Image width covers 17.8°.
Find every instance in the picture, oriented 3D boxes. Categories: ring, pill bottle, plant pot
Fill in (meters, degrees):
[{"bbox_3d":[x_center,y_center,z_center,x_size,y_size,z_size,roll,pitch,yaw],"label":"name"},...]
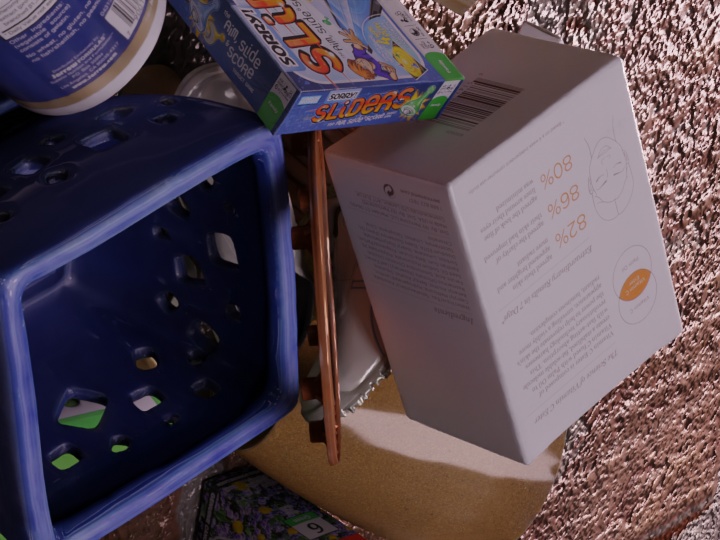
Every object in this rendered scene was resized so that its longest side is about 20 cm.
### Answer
[{"bbox_3d":[-0.026,0.010,1.292,0.019,0.201,0.201,-4,127,1],"label":"ring"},{"bbox_3d":[-0.195,-0.171,1.175,0.111,0.111,0.200,-57,143,-6],"label":"pill bottle"},{"bbox_3d":[0.004,0.093,1.553,0.200,0.186,0.187,15,102,-35],"label":"plant pot"},{"bbox_3d":[-0.166,0.008,1.269,0.200,0.180,0.200,-31,135,-34],"label":"plant pot"}]

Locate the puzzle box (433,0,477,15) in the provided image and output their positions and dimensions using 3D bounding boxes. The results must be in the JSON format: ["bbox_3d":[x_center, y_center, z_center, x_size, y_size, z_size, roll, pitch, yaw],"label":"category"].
[{"bbox_3d":[-0.018,-0.227,1.334,0.025,0.133,0.200,-45,147,18],"label":"puzzle box"}]

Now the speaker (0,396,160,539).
[{"bbox_3d":[-0.202,0.120,1.379,0.200,0.088,0.089,-11,121,-46],"label":"speaker"}]

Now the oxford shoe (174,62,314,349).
[{"bbox_3d":[-0.066,-0.030,1.363,0.075,0.058,0.200,-24,121,-26],"label":"oxford shoe"}]

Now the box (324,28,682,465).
[{"bbox_3d":[0.088,-0.015,1.360,0.152,0.106,0.200,-37,127,-30],"label":"box"}]

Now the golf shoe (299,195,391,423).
[{"bbox_3d":[0.000,0.000,1.435,0.097,0.078,0.200,33,77,-14],"label":"golf shoe"}]

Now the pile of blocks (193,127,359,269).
[{"bbox_3d":[-0.046,-0.070,1.432,0.200,0.062,0.082,-47,-174,28],"label":"pile of blocks"}]

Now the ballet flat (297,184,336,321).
[{"bbox_3d":[0.012,-0.040,1.507,0.200,0.071,0.071,-51,145,-38],"label":"ballet flat"}]

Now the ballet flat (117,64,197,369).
[{"bbox_3d":[-0.117,-0.027,1.400,0.069,0.063,0.200,-18,126,-36],"label":"ballet flat"}]

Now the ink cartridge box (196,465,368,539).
[{"bbox_3d":[-0.031,0.226,1.553,0.050,0.200,0.109,-14,123,-44],"label":"ink cartridge box"}]

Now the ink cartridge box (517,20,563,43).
[{"bbox_3d":[0.088,-0.073,1.617,0.200,0.037,0.095,-62,164,-3],"label":"ink cartridge box"}]

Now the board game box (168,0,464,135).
[{"bbox_3d":[-0.049,-0.160,1.284,0.135,0.200,0.034,-11,144,-47],"label":"board game box"}]
